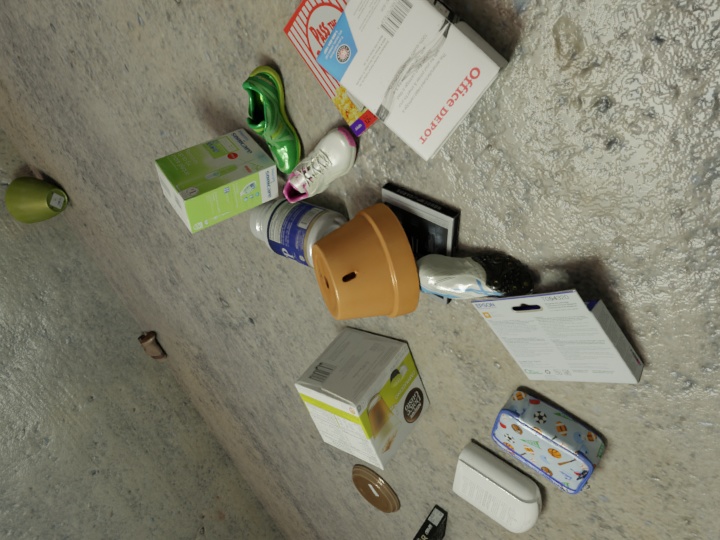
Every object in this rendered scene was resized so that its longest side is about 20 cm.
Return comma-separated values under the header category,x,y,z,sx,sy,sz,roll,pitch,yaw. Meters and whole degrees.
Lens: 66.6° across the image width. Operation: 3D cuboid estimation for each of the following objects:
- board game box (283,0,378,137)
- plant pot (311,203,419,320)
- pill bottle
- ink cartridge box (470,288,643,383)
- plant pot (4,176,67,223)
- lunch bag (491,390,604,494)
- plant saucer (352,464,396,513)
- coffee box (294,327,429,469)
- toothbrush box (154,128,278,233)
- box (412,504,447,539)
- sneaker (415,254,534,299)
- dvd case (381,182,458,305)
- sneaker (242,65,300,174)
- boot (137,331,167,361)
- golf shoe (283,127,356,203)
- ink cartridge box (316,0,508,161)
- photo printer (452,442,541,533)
category,x,y,z,sx,sy,sz,roll,pitch,yaw
board game box,-0.012,-0.323,0.813,0.201,0.046,0.151,54,146,-7
plant pot,0.000,0.000,0.967,0.200,0.137,0.204,161,90,-75
pill bottle,-0.129,-0.082,1.119,0.197,0.119,0.122,21,138,35
ink cartridge box,0.301,0.096,0.852,0.201,0.044,0.195,51,148,-20
plant pot,-1.275,-0.282,2.198,0.196,0.188,0.190,4,128,27
lunch bag,0.347,0.326,1.026,0.198,0.075,0.162,32,145,25
plant saucer,0.044,0.723,1.801,0.198,0.029,0.203,30,141,27
coffee box,0.008,0.285,1.253,0.197,0.200,0.201,7,130,43
toothbrush box,-0.284,-0.184,1.096,0.146,0.197,0.087,47,150,31
box,0.177,0.796,1.567,0.043,0.200,0.162,26,142,28
sneaker,0.184,0.017,0.896,0.196,0.073,0.073,8,147,27
dvd case,0.103,-0.044,0.980,0.149,0.025,0.203,27,140,30
sneaker,-0.171,-0.268,1.015,0.073,0.083,0.203,15,135,38
boot,-0.959,0.361,2.558,0.198,0.070,0.147,-7,124,52
golf shoe,-0.075,-0.181,0.988,0.076,0.091,0.200,50,145,-1
ink cartridge box,0.066,-0.265,0.697,0.199,0.084,0.145,42,124,1
photo printer,0.309,0.497,1.238,0.198,0.069,0.169,27,141,28
